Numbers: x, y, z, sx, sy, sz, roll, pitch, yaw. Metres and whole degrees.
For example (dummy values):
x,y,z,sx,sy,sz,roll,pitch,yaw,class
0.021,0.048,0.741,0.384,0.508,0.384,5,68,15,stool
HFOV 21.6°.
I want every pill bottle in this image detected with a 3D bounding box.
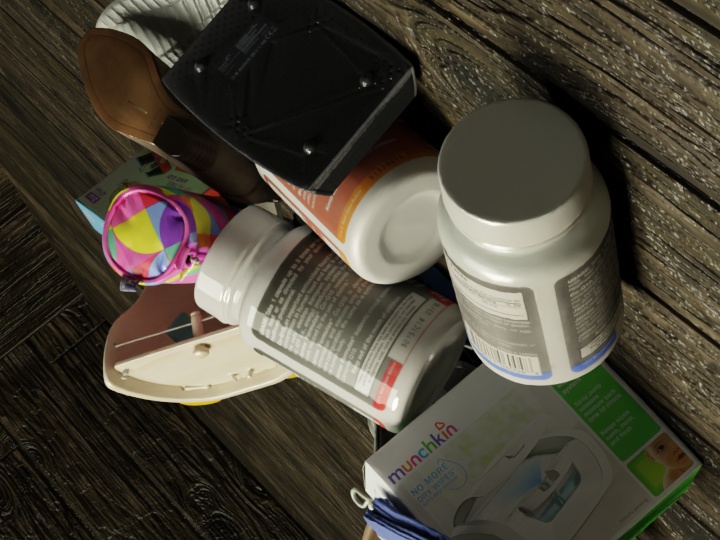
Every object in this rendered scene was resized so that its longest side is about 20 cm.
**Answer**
x,y,z,sx,sy,sz,roll,pitch,yaw,class
-0.024,0.034,1.504,0.200,0.114,0.114,30,161,16,pill bottle
-0.014,-0.087,1.485,0.200,0.112,0.112,45,167,38,pill bottle
0.112,-0.018,1.245,0.114,0.114,0.200,44,165,30,pill bottle

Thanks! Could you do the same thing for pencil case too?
x,y,z,sx,sy,sz,roll,pitch,yaw,class
-0.140,-0.025,1.566,0.088,0.088,0.200,48,-166,12,pencil case

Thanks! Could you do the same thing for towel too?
x,y,z,sx,sy,sz,roll,pitch,yaw,class
0.088,0.259,1.424,0.200,0.024,0.145,54,165,-18,towel

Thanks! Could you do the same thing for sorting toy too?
x,y,z,sx,sy,sz,roll,pitch,yaw,class
-0.126,0.015,1.725,0.107,0.200,0.180,37,-137,-52,sorting toy

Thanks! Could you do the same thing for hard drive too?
x,y,z,sx,sy,sz,roll,pitch,yaw,class
-0.052,-0.142,1.438,0.200,0.135,0.042,38,177,40,hard drive

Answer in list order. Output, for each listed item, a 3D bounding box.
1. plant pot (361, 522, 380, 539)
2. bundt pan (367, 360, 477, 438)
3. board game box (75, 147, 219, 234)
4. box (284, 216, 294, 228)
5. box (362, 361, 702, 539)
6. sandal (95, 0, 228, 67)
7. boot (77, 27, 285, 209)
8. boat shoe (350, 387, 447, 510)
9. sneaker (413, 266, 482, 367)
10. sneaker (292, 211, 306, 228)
x,y,z,sx,sy,sz,roll,pitch,yaw,class
0.119,0.270,1.631,0.174,0.201,0.200,9,-167,-33,plant pot
0.092,0.148,1.693,0.202,0.076,0.202,24,163,8,bundt pan
-0.154,-0.091,1.770,0.153,0.200,0.040,34,159,55,board game box
-0.079,0.008,1.867,0.103,0.095,0.200,43,-170,31,box
0.132,0.163,1.485,0.177,0.200,0.097,48,167,16,box
-0.146,-0.220,1.606,0.202,0.050,0.083,-20,110,43,sandal
-0.142,-0.124,1.606,0.146,0.070,0.200,20,-155,-53,boot
0.035,0.187,1.562,0.068,0.200,0.074,11,168,-32,boat shoe
0.069,0.054,1.677,0.200,0.078,0.070,40,163,43,sneaker
-0.043,-0.080,1.713,0.109,0.070,0.200,53,166,-3,sneaker
